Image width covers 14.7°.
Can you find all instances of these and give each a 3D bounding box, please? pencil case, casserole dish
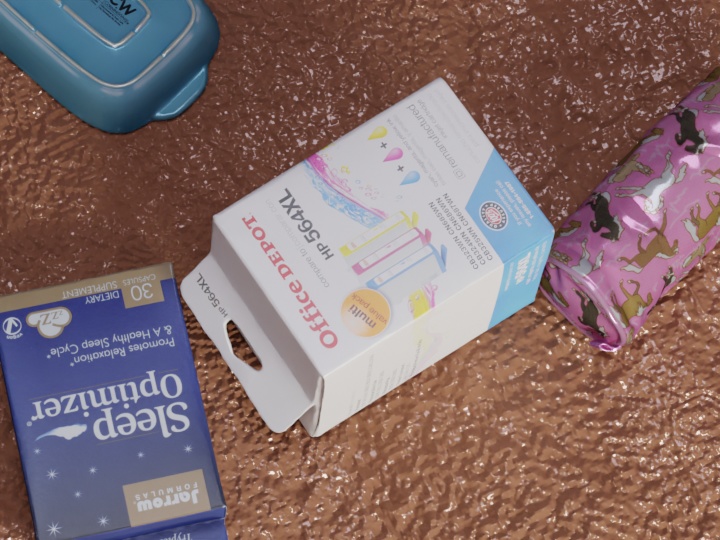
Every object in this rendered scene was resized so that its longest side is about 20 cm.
[{"bbox_3d":[0.199,-0.039,1.797,0.086,0.083,0.200,39,72,22],"label":"pencil case"},{"bbox_3d":[-0.184,-0.180,1.847,0.200,0.039,0.121,41,73,10],"label":"casserole dish"}]

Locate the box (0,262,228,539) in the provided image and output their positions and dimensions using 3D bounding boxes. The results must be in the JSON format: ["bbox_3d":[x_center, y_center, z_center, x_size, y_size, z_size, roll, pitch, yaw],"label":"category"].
[{"bbox_3d":[-0.156,0.101,1.749,0.121,0.032,0.201,-12,72,-8],"label":"box"}]

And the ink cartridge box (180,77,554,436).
[{"bbox_3d":[0.000,0.000,1.746,0.200,0.125,0.129,-32,75,-15],"label":"ink cartridge box"}]
